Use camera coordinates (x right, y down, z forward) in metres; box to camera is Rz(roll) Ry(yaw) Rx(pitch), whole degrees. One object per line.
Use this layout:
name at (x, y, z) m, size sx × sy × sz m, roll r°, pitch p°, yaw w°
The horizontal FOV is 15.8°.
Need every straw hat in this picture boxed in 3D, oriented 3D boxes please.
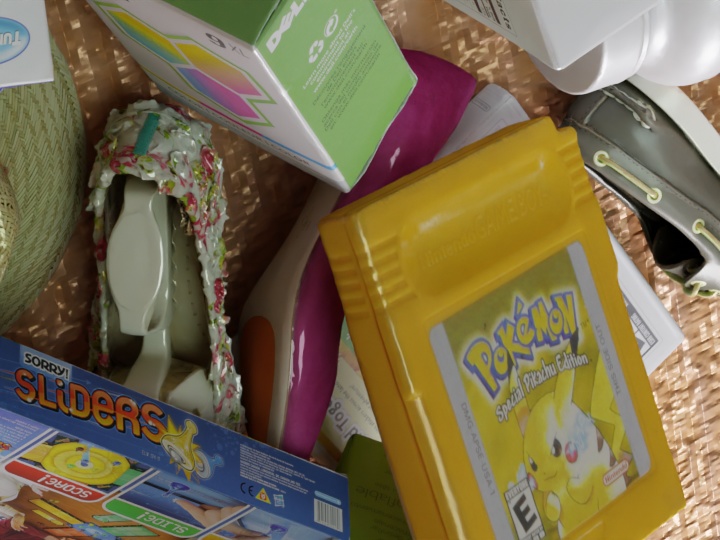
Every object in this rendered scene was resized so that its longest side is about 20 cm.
straw hat at (-0.179, -0.021, 1.039) m, size 0.201 × 0.085 × 0.202 m, roll -15°, pitch 121°, yaw -27°

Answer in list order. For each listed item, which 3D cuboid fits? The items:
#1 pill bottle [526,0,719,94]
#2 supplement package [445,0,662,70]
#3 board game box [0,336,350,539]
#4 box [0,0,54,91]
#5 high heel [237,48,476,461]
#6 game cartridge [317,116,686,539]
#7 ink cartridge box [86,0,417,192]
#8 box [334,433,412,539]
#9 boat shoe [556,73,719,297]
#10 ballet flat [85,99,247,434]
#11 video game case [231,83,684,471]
pill bottle at (0.168, -0.151, 1.182) m, size 0.200 × 0.113 × 0.113 m, roll -22°, pitch 124°, yaw -22°
supplement package at (0.060, -0.208, 1.022) m, size 0.152 × 0.200 × 0.151 m, roll -34°, pitch 128°, yaw -14°
board game box at (-0.122, 0.097, 1.115) m, size 0.200 × 0.035 × 0.135 m, roll 26°, pitch 139°, yaw -37°
box at (-0.182, -0.138, 0.963) m, size 0.119 × 0.041 × 0.201 m, roll -11°, pitch 97°, yaw -29°
high heel at (0.000, 0.000, 1.167) m, size 0.096 × 0.067 × 0.201 m, roll 3°, pitch 90°, yaw -25°
game cartridge at (0.069, 0.045, 1.156) m, size 0.176 × 0.032 × 0.200 m, roll -29°, pitch 106°, yaw -49°
ink cartridge box at (-0.055, -0.110, 1.008) m, size 0.059 × 0.104 × 0.200 m, roll -58°, pitch 158°, yaw -10°
box at (0.028, 0.164, 1.154) m, size 0.122 × 0.200 × 0.048 m, roll 21°, pitch 124°, yaw -1°
boat shoe at (0.164, -0.025, 1.274) m, size 0.060 × 0.072 × 0.202 m, roll -47°, pitch 125°, yaw -4°
ballet flat at (-0.091, 0.025, 1.127) m, size 0.075 × 0.064 × 0.200 m, roll 0°, pitch 115°, yaw 12°
video game case at (0.050, 0.036, 1.263) m, size 0.182 × 0.023 × 0.200 m, roll -45°, pitch 131°, yaw -6°
